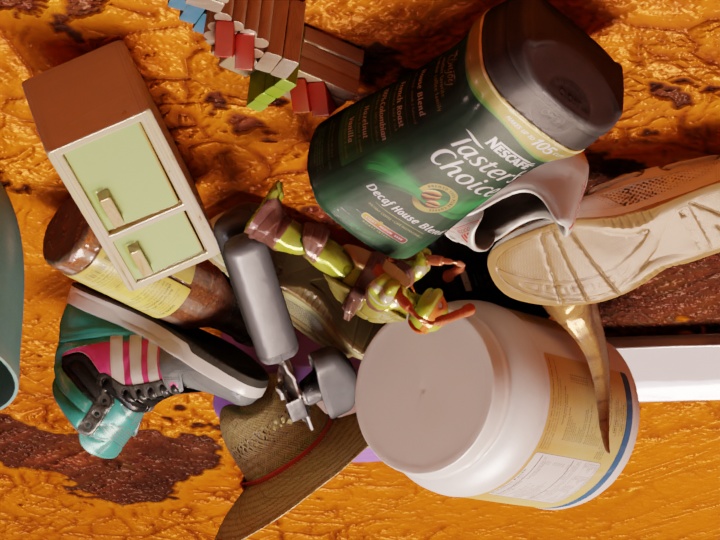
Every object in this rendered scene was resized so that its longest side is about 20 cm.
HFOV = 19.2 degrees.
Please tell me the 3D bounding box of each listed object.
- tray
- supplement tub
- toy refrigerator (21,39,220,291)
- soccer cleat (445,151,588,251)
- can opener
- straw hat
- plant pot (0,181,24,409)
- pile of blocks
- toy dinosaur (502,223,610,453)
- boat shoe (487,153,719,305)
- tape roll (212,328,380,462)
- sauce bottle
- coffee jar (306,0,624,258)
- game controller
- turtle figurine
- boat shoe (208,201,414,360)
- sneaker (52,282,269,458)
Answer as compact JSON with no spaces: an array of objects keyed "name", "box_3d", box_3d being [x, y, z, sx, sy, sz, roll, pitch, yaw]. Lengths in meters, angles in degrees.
[{"name":"tray","box_3d":[0.265,0.077,1.749,0.199,0.022,0.107,-3,151,17]},{"name":"supplement tub","box_3d":[0.103,0.100,1.595,0.144,0.145,0.200,-14,162,35]},{"name":"toy refrigerator","box_3d":[-0.161,-0.066,1.475,0.076,0.070,0.200,-23,151,-2]},{"name":"soccer cleat","box_3d":[0.060,-0.052,1.467,0.199,0.085,0.069,-5,151,21]},{"name":"can opener","box_3d":[-0.051,0.036,1.568,0.067,0.053,0.200,-20,131,-6]},{"name":"straw hat","box_3d":[-0.066,0.129,1.687,0.085,0.201,0.201,52,141,-4]},{"name":"plant pot","box_3d":[-0.337,-0.001,1.563,0.200,0.161,0.201,4,153,2]},{"name":"pile of blocks","box_3d":[-0.075,-0.143,1.341,0.082,0.062,0.200,-11,148,30]},{"name":"toy dinosaur","box_3d":[0.157,0.020,1.556,0.200,0.106,0.060,59,159,-13]},{"name":"boat shoe","box_3d":[0.185,-0.033,1.478,0.199,0.069,0.071,-16,121,18]},{"name":"tape roll","box_3d":[-0.022,0.095,1.796,0.199,0.066,0.200,5,152,3]},{"name":"sauce bottle","box_3d":[-0.151,0.007,1.648,0.066,0.066,0.200,-19,142,40]},{"name":"coffee jar","box_3d":[0.067,-0.091,1.353,0.104,0.086,0.200,34,132,-30]},{"name":"game controller","box_3d":[0.089,-0.002,1.624,0.104,0.042,0.200,-13,151,5]},{"name":"turtle figurine","box_3d":[0.000,0.000,1.467,0.161,0.065,0.200,31,-167,1]},{"name":"boat shoe","box_3d":[-0.033,0.016,1.626,0.200,0.073,0.063,29,161,-20]},{"name":"sneaker","box_3d":[-0.170,0.097,1.687,0.200,0.121,0.084,23,-174,33]}]
